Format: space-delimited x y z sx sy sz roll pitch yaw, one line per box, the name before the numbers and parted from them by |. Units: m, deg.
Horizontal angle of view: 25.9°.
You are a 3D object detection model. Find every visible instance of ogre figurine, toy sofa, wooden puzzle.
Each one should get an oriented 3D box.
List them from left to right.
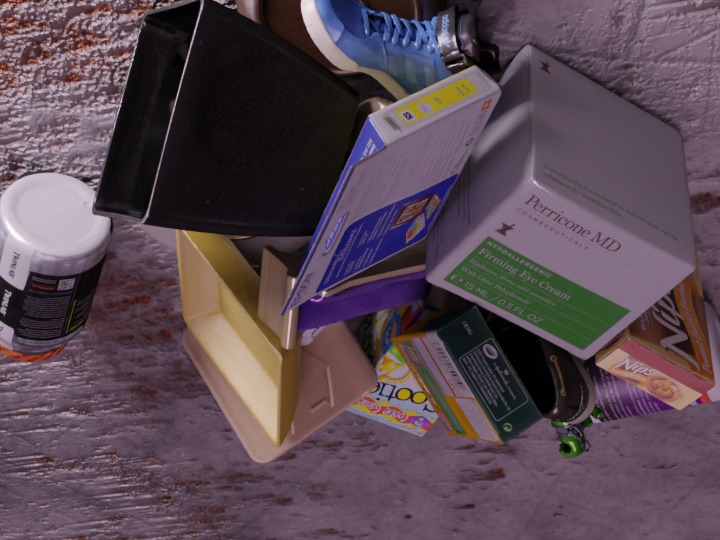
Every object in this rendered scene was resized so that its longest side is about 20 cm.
wooden puzzle | -0.088 0.095 1.757 0.200 0.046 0.185 -37 81 33
toy sofa | 0.006 0.015 1.530 0.200 0.098 0.083 -14 127 -32
ogre figurine | 0.209 0.085 1.645 0.098 0.200 0.120 7 151 36

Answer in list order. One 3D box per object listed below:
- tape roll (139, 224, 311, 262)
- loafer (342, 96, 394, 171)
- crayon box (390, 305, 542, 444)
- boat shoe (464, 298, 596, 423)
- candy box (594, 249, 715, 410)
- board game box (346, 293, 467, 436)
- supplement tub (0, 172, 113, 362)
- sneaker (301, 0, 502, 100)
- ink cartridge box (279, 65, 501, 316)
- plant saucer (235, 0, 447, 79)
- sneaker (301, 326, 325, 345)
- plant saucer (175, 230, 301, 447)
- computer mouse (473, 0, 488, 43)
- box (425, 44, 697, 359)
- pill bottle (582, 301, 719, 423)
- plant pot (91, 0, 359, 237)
tape roll | -0.138 -0.076 1.615 0.202 0.037 0.203 2 147 1
loafer | 0.004 -0.116 1.500 0.076 0.068 0.200 24 171 -5
crayon box | 0.102 0.103 1.556 0.052 0.200 0.126 -32 93 -12
boat shoe | 0.157 0.064 1.547 0.061 0.201 0.072 7 131 -52
candy box | 0.293 0.031 1.594 0.115 0.200 0.055 28 132 -22
board game box | 0.069 0.077 1.735 0.103 0.105 0.200 20 135 -15
supplement tub | -0.342 0.002 1.678 0.122 0.123 0.200 15 136 -10
sneaker | 0.046 -0.210 1.397 0.111 0.077 0.200 -25 138 33
ink cartridge box | 0.016 -0.070 1.371 0.047 0.200 0.198 47 137 19
plant saucer | -0.019 -0.247 1.446 0.200 0.032 0.200 2 139 2
sneaker | 0.000 0.000 1.635 0.115 0.075 0.200 11 117 -42
plant saucer | -0.121 0.061 1.659 0.048 0.200 0.200 -30 153 -21
computer mouse | 0.106 -0.221 1.459 0.059 0.034 0.200 10 137 -4
box | 0.190 -0.063 1.501 0.199 0.200 0.171 27 131 -20
pill bottle | 0.302 0.105 1.738 0.200 0.113 0.113 -13 135 18
plant pot | -0.117 -0.123 1.432 0.177 0.200 0.199 14 179 -24
